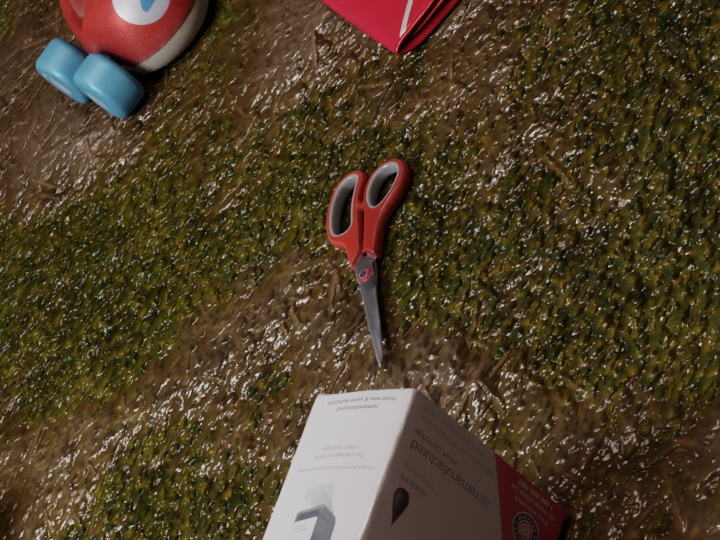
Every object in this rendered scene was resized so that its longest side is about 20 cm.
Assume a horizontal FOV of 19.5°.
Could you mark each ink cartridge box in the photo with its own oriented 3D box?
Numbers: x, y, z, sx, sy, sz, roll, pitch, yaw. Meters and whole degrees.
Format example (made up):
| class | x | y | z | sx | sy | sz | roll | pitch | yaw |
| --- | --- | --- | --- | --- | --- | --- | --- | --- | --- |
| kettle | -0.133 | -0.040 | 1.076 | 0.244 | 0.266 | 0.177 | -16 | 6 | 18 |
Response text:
| class | x | y | z | sx | sy | sz | roll | pitch | yaw |
| --- | --- | --- | --- | --- | --- | --- | --- | --- | --- |
| ink cartridge box | 0.015 | 0.184 | 1.121 | 0.085 | 0.146 | 0.201 | -8 | 52 | 46 |

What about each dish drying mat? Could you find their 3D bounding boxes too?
| class | x | y | z | sx | sy | sz | roll | pitch | yaw |
| --- | --- | --- | --- | --- | --- | --- | --- | --- | --- |
| dish drying mat | 0.016 | -0.226 | 1.652 | 0.077 | 0.018 | 0.200 | -50 | 32 | 3 |

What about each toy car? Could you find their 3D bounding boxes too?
| class | x | y | z | sx | sy | sz | roll | pitch | yaw |
| --- | --- | --- | --- | --- | --- | --- | --- | --- | --- |
| toy car | -0.247 | -0.271 | 1.850 | 0.185 | 0.200 | 0.177 | -55 | 33 | -7 |

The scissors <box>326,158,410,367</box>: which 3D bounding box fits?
| class | x | y | z | sx | sy | sz | roll | pitch | yaw |
| --- | --- | --- | --- | --- | --- | --- | --- | --- | --- |
| scissors | 0.000 | 0.000 | 1.452 | 0.073 | 0.014 | 0.201 | -24 | 42 | 32 |
